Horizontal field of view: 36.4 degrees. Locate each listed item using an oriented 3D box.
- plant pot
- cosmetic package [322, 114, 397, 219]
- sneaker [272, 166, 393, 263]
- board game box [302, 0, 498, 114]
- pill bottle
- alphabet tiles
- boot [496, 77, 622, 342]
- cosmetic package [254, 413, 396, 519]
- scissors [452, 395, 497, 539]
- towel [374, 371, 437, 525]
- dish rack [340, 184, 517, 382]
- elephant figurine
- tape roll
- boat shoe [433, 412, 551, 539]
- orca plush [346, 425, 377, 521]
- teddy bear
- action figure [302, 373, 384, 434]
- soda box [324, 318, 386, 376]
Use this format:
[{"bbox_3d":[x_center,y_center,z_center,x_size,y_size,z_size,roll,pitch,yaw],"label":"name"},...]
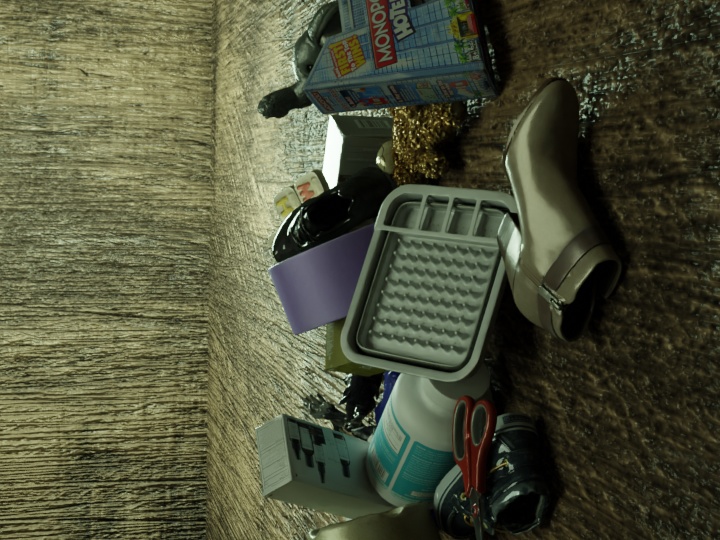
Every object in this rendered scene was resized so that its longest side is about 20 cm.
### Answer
[{"bbox_3d":[0.028,0.346,1.143,0.200,0.200,0.184,133,124,-67],"label":"plant pot"},{"bbox_3d":[0.004,-0.100,1.455,0.090,0.106,0.201,-120,32,-59],"label":"cosmetic package"},{"bbox_3d":[-0.053,-0.061,1.354,0.200,0.091,0.076,-37,84,38],"label":"sneaker"},{"bbox_3d":[0.032,-0.256,1.194,0.062,0.199,0.201,47,-149,-60],"label":"board game box"},{"bbox_3d":[0.078,0.168,1.187,0.200,0.110,0.111,109,155,-48],"label":"pill bottle"},{"bbox_3d":[-0.043,-0.026,1.429,0.195,0.015,0.201,-28,87,45],"label":"alphabet tiles"},{"bbox_3d":[0.177,-0.045,0.943,0.146,0.070,0.201,-121,33,-50],"label":"boot"},{"bbox_3d":[-0.028,0.229,1.242,0.051,0.200,0.083,-31,52,30],"label":"cosmetic package"},{"bbox_3d":[0.108,0.217,1.041,0.073,0.014,0.201,-25,59,60],"label":"scissors"},{"bbox_3d":[0.064,0.231,1.364,0.148,0.049,0.201,101,161,-56],"label":"towel"},{"bbox_3d":[0.077,0.014,1.119,0.171,0.044,0.201,8,74,37],"label":"dish rack"},{"bbox_3d":[-0.020,-0.276,1.351,0.142,0.199,0.156,115,157,-61],"label":"elephant figurine"},{"bbox_3d":[0.000,0.000,1.269,0.085,0.199,0.200,67,163,0],"label":"tape roll"},{"bbox_3d":[0.126,0.234,1.085,0.201,0.071,0.091,110,159,-45],"label":"boat shoe"},{"bbox_3d":[0.004,0.299,1.439,0.071,0.105,0.200,120,149,-41],"label":"orca plush"},{"bbox_3d":[0.063,-0.165,1.277,0.145,0.067,0.200,65,157,3],"label":"teddy bear"},{"bbox_3d":[-0.021,0.174,1.528,0.119,0.102,0.200,-49,-23,-41],"label":"action figure"},{"bbox_3d":[0.039,0.075,1.284,0.200,0.068,0.064,-21,62,53],"label":"soda box"}]
